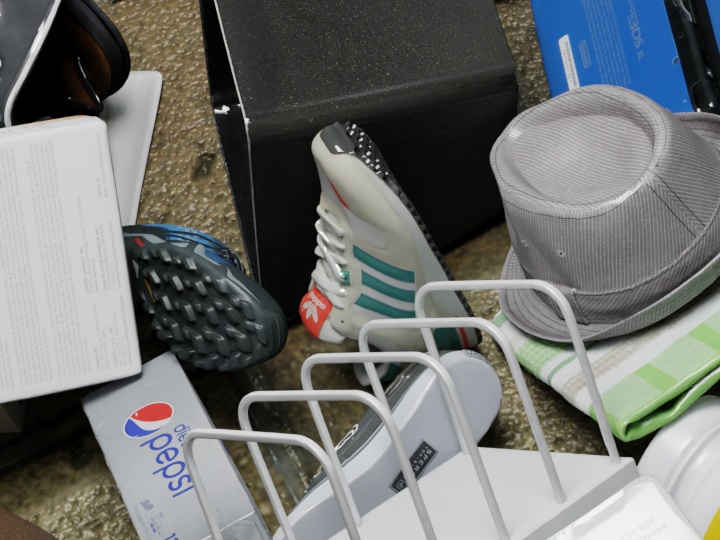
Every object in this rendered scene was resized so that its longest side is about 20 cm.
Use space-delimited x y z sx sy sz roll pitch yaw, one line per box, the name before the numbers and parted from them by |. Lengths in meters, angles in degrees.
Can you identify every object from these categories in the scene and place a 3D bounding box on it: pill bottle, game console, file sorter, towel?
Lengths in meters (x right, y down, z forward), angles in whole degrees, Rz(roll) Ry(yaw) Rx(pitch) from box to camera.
pill bottle | 0.249 0.155 1.356 0.200 0.113 0.112 35 71 32
game console | 0.222 -0.144 1.627 0.171 0.118 0.200 -34 47 30
file sorter | 0.022 0.102 1.341 0.200 0.125 0.139 -31 18 -36
towel | 0.172 0.030 1.460 0.149 0.031 0.200 -35 25 -6

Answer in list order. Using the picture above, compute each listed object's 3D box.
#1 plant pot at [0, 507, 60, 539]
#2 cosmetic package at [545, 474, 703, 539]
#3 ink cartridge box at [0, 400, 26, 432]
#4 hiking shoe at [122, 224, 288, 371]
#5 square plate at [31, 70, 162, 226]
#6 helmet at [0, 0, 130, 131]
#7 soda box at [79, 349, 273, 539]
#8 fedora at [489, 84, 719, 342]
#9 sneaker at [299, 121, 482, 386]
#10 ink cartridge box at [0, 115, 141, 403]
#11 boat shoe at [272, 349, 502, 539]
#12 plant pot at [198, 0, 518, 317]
plant pot | -0.224 0.208 1.394 0.186 0.200 0.187 -7 54 11
cosmetic package | 0.137 0.249 1.267 0.167 0.200 0.166 -31 55 -7
ink cartridge box | -0.285 0.051 1.570 0.199 0.116 0.067 -4 55 13
hiking shoe | -0.099 0.005 1.539 0.087 0.075 0.200 -14 25 -36
square plate | -0.245 -0.059 1.689 0.198 0.028 0.200 -2 56 14
helmet | -0.250 -0.126 1.579 0.200 0.191 0.200 -21 40 18
soda box | -0.105 0.129 1.458 0.068 0.064 0.200 -28 31 -5
fedora | 0.140 -0.049 1.465 0.177 0.090 0.200 -47 31 -7
sneaker | 0.000 0.000 1.481 0.093 0.200 0.070 -31 46 0
ink cartridge box | -0.240 0.002 1.480 0.200 0.163 0.050 -10 11 -17
boat shoe | 0.007 0.128 1.477 0.200 0.069 0.057 -48 22 -9
plant pot | 0.000 -0.112 1.570 0.177 0.200 0.200 -9 53 -7
